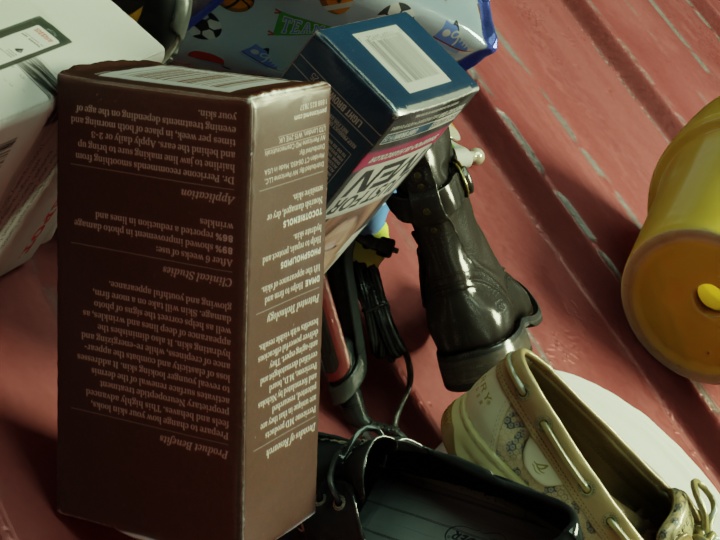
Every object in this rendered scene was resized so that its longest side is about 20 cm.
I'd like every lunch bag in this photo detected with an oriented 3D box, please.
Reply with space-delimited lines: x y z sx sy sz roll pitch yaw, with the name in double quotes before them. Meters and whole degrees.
"lunch bag" -0.044 -0.164 1.040 0.170 0.200 0.124 20 57 -33

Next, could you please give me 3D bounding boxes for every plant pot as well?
"plant pot" 0.292 -0.015 1.270 0.201 0.201 0.189 44 43 5

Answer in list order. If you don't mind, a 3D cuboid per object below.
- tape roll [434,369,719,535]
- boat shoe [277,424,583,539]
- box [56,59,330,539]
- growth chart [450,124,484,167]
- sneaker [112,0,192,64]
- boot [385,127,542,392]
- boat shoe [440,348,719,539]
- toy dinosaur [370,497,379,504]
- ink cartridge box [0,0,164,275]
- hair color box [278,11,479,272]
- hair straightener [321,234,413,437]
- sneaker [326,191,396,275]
"tape roll" 0.130 0.153 0.949 0.202 0.071 0.203 31 30 -20
"boat shoe" 0.014 0.107 0.795 0.199 0.066 0.075 22 50 19
"box" -0.073 0.014 0.738 0.100 0.201 0.075 11 15 27
"growth chart" 0.002 -0.146 1.260 0.200 0.018 0.145 50 29 13
"sneaker" -0.177 -0.150 0.919 0.090 0.070 0.200 7 8 -45
"boot" 0.052 -0.035 0.998 0.200 0.069 0.175 -85 157 -77
"boat shoe" 0.132 0.120 0.855 0.200 0.063 0.073 37 28 -10
"toy dinosaur" 0.062 0.197 0.809 0.077 0.102 0.201 76 10 -50
"ink cartridge box" -0.193 -0.050 0.751 0.084 0.146 0.200 41 27 4
"hair color box" -0.036 -0.035 0.866 0.061 0.200 0.100 47 29 10
"hair straightener" 0.000 0.000 0.954 0.077 0.041 0.201 -17 88 -39
"sneaker" -0.056 -0.079 0.999 0.200 0.076 0.105 39 67 -26
